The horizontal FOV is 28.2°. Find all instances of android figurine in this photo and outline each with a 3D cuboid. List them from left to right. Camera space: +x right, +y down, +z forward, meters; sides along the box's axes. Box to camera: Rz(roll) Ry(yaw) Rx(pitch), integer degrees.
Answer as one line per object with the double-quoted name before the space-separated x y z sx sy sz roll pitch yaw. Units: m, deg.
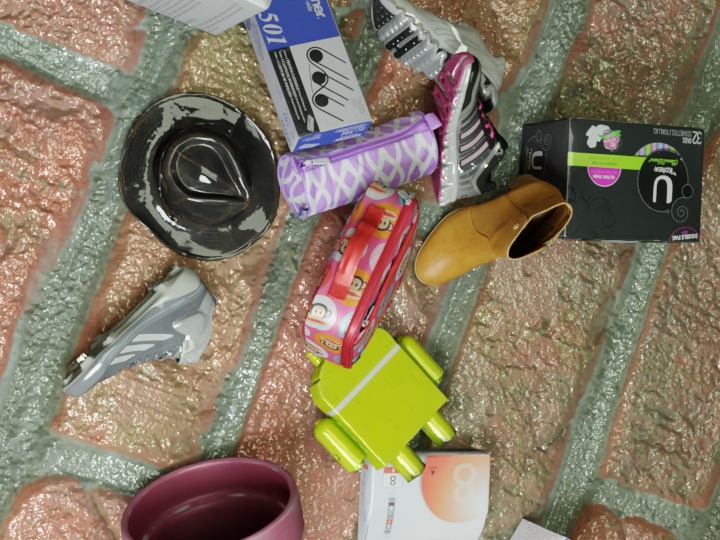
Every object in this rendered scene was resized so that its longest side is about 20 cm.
"android figurine" 0.020 0.152 1.719 0.200 0.041 0.182 45 64 -3

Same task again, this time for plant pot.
"plant pot" -0.154 0.336 1.606 0.199 0.200 0.180 -18 114 -20

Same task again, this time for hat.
"hat" -0.171 -0.108 1.629 0.199 0.081 0.202 -1 92 -23

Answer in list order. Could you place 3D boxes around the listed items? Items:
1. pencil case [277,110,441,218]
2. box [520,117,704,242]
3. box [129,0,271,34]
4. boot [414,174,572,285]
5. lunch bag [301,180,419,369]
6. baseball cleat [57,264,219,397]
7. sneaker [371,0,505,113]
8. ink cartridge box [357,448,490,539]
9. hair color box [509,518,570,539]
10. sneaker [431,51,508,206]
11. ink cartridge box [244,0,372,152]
"pencil case" -0.003 -0.129 1.691 0.199 0.086 0.084 -21 56 -24
"box" 0.314 -0.111 1.801 0.199 0.124 0.150 1 91 -23
"box" -0.176 -0.387 1.552 0.170 0.199 0.201 18 84 -21
"boot" 0.155 -0.036 1.705 0.201 0.144 0.071 -39 110 6
"lunch bag" 0.000 0.000 1.637 0.082 0.176 0.201 23 71 8
"baseball cleat" -0.240 0.088 1.615 0.200 0.070 0.107 -46 107 -13
"sneaker" 0.096 -0.277 1.742 0.200 0.075 0.081 38 65 -21
"ink cartridge box" 0.076 0.321 1.763 0.161 0.050 0.201 2 88 -21
"hair color box" 0.197 0.419 1.783 0.065 0.109 0.200 39 79 -20
"sneaker" 0.135 -0.171 1.719 0.087 0.074 0.201 -4 123 -12
"ink cartridge box" -0.066 -0.242 1.648 0.094 0.044 0.201 -14 75 -20
